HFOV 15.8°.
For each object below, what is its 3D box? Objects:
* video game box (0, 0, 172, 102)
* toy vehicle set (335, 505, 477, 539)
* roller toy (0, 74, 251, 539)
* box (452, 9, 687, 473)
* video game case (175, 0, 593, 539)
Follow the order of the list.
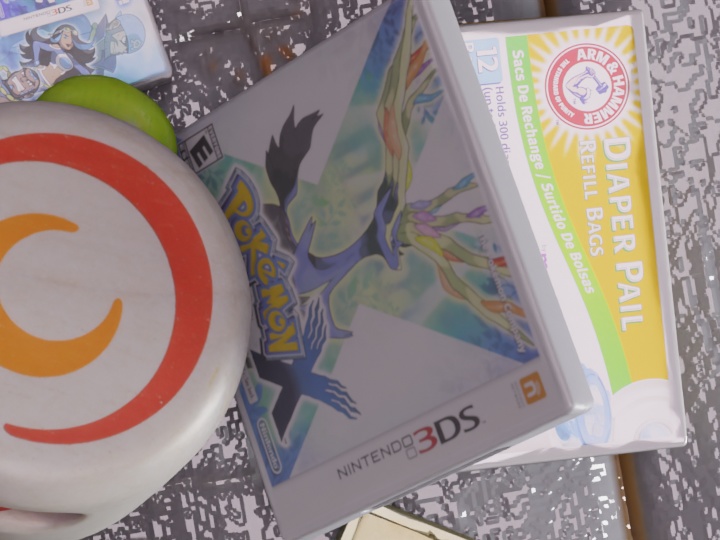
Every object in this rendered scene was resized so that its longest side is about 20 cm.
[{"bbox_3d":[-0.204,-0.154,1.214,0.181,0.047,0.201,-19,90,-2],"label":"video game box"},{"bbox_3d":[0.017,0.221,1.232,0.124,0.027,0.201,23,88,-3],"label":"toy vehicle set"},{"bbox_3d":[-0.151,0.029,1.157,0.199,0.140,0.183,-26,83,-23],"label":"roller toy"},{"bbox_3d":[0.081,-0.014,1.203,0.112,0.101,0.201,-6,90,-4],"label":"box"},{"bbox_3d":[0.000,0.000,1.162,0.182,0.022,0.201,-28,75,38],"label":"video game case"}]
